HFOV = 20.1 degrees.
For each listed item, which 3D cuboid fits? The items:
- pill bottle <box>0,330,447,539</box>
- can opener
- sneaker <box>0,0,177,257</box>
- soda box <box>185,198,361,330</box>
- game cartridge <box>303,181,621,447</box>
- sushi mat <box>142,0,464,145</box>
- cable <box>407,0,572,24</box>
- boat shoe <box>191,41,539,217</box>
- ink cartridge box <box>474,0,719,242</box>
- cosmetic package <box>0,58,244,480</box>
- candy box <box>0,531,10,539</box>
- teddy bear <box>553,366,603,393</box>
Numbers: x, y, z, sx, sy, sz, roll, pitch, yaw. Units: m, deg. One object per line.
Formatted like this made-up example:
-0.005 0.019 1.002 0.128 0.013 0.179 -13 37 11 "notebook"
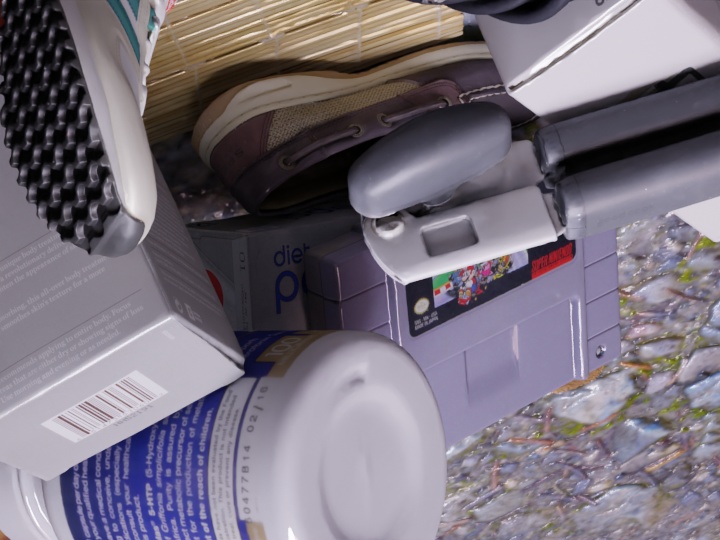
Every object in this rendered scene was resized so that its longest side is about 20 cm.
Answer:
-0.072 0.087 0.909 0.199 0.121 0.119 -2 161 37 "pill bottle"
0.093 -0.048 0.843 0.198 0.054 0.067 -17 149 -3 "can opener"
-0.097 -0.101 0.789 0.093 0.201 0.070 -6 153 -34 "sneaker"
0.000 0.000 1.031 0.199 0.063 0.069 -10 101 -42 "soda box"
0.058 0.017 1.021 0.199 0.038 0.131 -24 123 -37 "game cartridge"
-0.045 -0.111 0.964 0.199 0.012 0.096 -20 146 -6 "sushi mat"
0.041 -0.193 0.795 0.051 0.162 0.201 -42 146 -53 "cable"
0.015 -0.065 1.003 0.199 0.065 0.072 -11 152 -31 "boat shoe"
0.126 -0.121 0.938 0.084 0.146 0.200 -35 144 22 "ink cartridge box"
-0.141 -0.029 0.846 0.106 0.201 0.090 -28 155 10 "cosmetic package"
-0.123 0.213 1.105 0.116 0.201 0.056 -7 -158 43 "candy box"
0.044 0.038 1.186 0.198 0.067 0.146 -18 136 1 "teddy bear"
